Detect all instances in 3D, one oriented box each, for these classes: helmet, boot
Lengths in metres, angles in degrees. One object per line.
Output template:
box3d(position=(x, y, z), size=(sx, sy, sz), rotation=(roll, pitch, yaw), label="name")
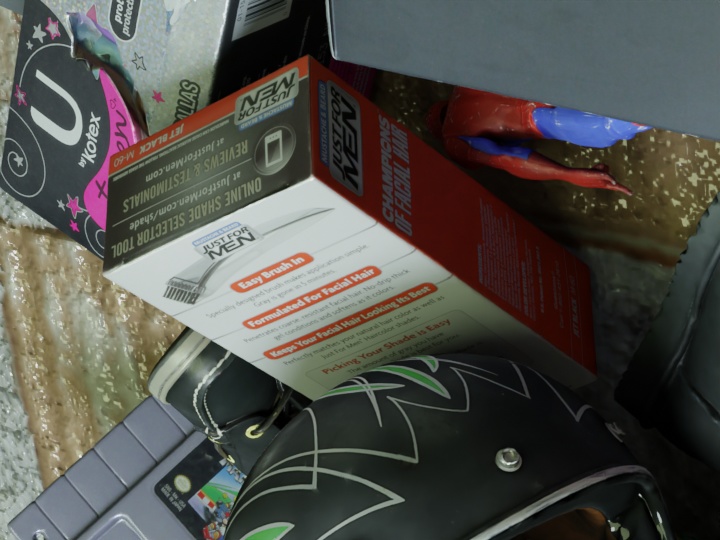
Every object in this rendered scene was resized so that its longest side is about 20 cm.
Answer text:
box3d(position=(0.035, 0.129, 0.855), size=(0.200, 0.200, 0.191), rotation=(-13, 100, 44), label="helmet")
box3d(position=(0.196, 0.046, 0.832), size=(0.162, 0.073, 0.199), rotation=(41, 140, 20), label="boot")
box3d(position=(-0.015, 0.082, 0.982), size=(0.154, 0.074, 0.204), rotation=(41, 174, 11), label="boot")

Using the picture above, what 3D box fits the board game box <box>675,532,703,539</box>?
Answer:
box3d(position=(0.221, 0.183, 0.918), size=(0.200, 0.030, 0.096), rotation=(10, 119, 34), label="board game box")

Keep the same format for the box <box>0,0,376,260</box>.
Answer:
box3d(position=(-0.070, -0.111, 0.932), size=(0.115, 0.132, 0.200), rotation=(33, 130, 24), label="box")

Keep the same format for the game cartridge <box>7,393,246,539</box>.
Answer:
box3d(position=(-0.073, 0.164, 1.098), size=(0.130, 0.038, 0.200), rotation=(-43, 80, 1), label="game cartridge")

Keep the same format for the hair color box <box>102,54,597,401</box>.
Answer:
box3d(position=(0.000, 0.000, 0.884), size=(0.111, 0.200, 0.064), rotation=(-23, 53, 30), label="hair color box")

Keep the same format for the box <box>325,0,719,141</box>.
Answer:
box3d(position=(0.116, -0.132, 0.727), size=(0.200, 0.182, 0.104), rotation=(16, 122, 34), label="box")

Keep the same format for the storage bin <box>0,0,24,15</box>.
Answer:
box3d(position=(-0.188, -0.213, 0.992), size=(0.200, 0.146, 0.134), rotation=(25, 154, 28), label="storage bin")

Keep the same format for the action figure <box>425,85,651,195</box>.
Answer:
box3d(position=(0.090, -0.069, 0.865), size=(0.200, 0.052, 0.066), rotation=(-1, 72, 54), label="action figure")
